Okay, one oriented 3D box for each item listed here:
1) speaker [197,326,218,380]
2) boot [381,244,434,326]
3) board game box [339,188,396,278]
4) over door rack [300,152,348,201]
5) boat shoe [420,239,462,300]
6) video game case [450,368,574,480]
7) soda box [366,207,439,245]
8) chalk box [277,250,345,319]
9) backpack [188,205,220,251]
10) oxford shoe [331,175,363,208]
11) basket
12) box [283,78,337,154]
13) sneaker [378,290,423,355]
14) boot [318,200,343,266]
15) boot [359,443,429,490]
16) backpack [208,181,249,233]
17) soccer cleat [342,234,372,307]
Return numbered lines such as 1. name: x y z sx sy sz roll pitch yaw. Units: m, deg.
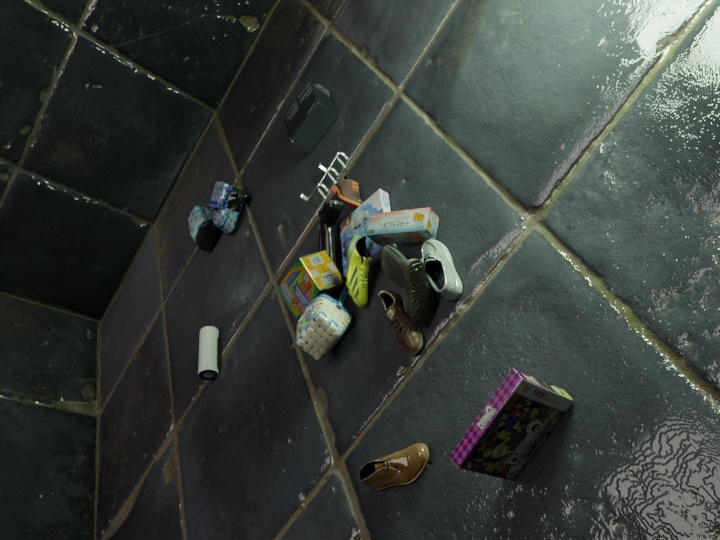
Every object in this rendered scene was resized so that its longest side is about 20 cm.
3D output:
1. speaker: -0.602 0.325 2.278 0.081 0.080 0.205 -40 43 31
2. boot: 0.115 0.034 1.488 0.199 0.070 0.189 -162 63 -67
3. board game box: 0.017 -0.107 1.728 0.197 0.043 0.205 -36 46 36
4. over door rack: -0.118 -0.315 1.983 0.150 0.066 0.199 -59 20 -17
5. boat shoe: 0.189 -0.014 1.426 0.070 0.070 0.204 -47 40 24
6. video game case: 0.279 0.287 1.051 0.203 0.178 0.036 -57 37 12
7. soda box: 0.113 -0.117 1.553 0.195 0.063 0.071 -2 65 38
8. chalk box: -0.162 0.058 1.762 0.125 0.123 0.201 53 128 15
9. backpack: -0.741 -0.218 2.724 0.165 0.150 0.202 -56 24 24
10. oxford shoe: -0.033 -0.256 1.855 0.074 0.070 0.200 -55 36 9
11. basket: -0.103 0.146 1.685 0.177 0.138 0.201 -49 5 22
12. box: -0.198 -0.595 2.225 0.200 0.102 0.186 -45 40 28
13. sneaker: 0.094 0.131 1.469 0.071 0.074 0.202 -50 38 21
14. boot: -0.097 -0.100 1.800 0.165 0.063 0.208 143 131 -72
15. boot: 0.075 0.453 1.321 0.199 0.074 0.075 -40 42 32
16. backpack: -0.601 -0.277 2.561 0.181 0.132 0.206 25 94 55
17. soccer cleat: -0.001 0.000 1.634 0.082 0.064 0.208 -10 87 33
